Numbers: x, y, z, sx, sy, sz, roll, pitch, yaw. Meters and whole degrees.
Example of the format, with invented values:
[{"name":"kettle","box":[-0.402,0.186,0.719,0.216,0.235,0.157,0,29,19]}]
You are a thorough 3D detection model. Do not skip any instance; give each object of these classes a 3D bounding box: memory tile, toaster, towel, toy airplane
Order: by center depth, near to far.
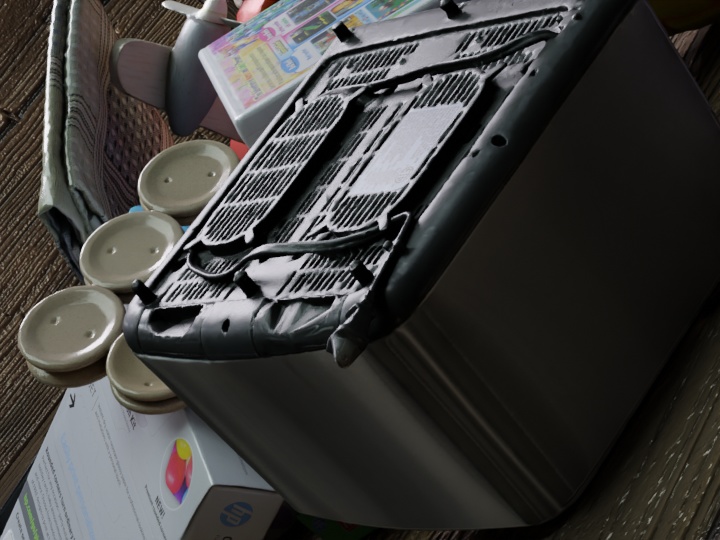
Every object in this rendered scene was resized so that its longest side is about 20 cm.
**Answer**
[{"name":"toaster","box":[0.024,-0.002,0.878,0.181,0.119,0.200,-6,41,53]},{"name":"memory tile","box":[-0.038,0.011,1.034,0.153,0.200,0.017,-56,-34,-34]},{"name":"towel","box":[-0.139,-0.049,1.394,0.034,0.193,0.200,-10,50,10]},{"name":"toy airplane","box":[-0.038,-0.102,1.443,0.141,0.199,0.200,-9,26,51]}]

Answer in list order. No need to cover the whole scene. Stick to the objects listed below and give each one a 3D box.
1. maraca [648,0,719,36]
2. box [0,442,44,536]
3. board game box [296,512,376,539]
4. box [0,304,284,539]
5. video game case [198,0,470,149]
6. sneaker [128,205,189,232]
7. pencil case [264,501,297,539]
[{"name":"maraca","box":[0.142,-0.171,1.207,0.137,0.107,0.200,-19,5,-22]},{"name":"box","box":[-0.169,0.174,1.334,0.200,0.050,0.158,-57,-17,-7]},{"name":"board game box","box":[0.057,0.028,1.074,0.200,0.029,0.135,-55,7,-32]},{"name":"box","box":[-0.109,0.120,1.087,0.200,0.041,0.156,-64,33,29]},{"name":"video game case","box":[0.009,-0.131,1.169,0.182,0.024,0.200,-32,17,0]},{"name":"sneaker","box":[-0.080,0.015,1.252,0.200,0.076,0.081,39,-113,-75]},{"name":"pencil case","box":[-0.061,0.097,1.221,0.200,0.085,0.084,-51,5,-2]}]
